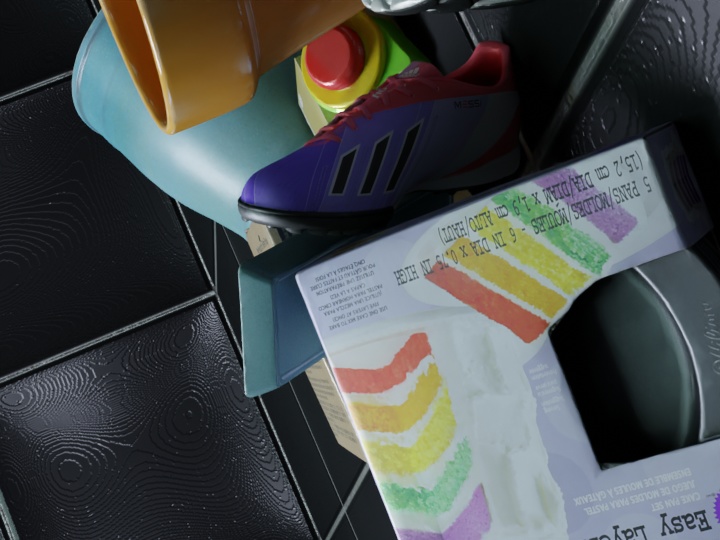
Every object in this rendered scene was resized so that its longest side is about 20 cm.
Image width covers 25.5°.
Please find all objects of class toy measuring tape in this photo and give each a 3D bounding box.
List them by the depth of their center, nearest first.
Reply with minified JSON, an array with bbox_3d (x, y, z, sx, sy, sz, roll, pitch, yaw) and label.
[{"bbox_3d":[-0.026,-0.161,1.047,0.200,0.073,0.074,49,162,25],"label":"toy measuring tape"}]

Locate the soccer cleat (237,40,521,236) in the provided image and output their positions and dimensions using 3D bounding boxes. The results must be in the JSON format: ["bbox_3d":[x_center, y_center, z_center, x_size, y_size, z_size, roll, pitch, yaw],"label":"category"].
[{"bbox_3d":[0.013,-0.069,0.815,0.068,0.199,0.074,19,117,39],"label":"soccer cleat"}]

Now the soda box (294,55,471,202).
[{"bbox_3d":[0.025,-0.061,1.071,0.064,0.067,0.201,89,157,-64],"label":"soda box"}]

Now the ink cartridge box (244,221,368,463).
[{"bbox_3d":[-0.006,0.029,1.008,0.200,0.075,0.166,159,87,-84],"label":"ink cartridge box"}]

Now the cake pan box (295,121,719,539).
[{"bbox_3d":[0.088,0.051,0.722,0.052,0.199,0.186,-28,-82,-59],"label":"cake pan box"}]

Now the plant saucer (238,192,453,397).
[{"bbox_3d":[0.000,0.000,0.840,0.019,0.200,0.071,10,113,28],"label":"plant saucer"}]

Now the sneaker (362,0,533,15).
[{"bbox_3d":[0.055,-0.168,0.755,0.200,0.080,0.084,180,85,-71],"label":"sneaker"}]

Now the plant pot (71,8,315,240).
[{"bbox_3d":[-0.087,-0.121,1.217,0.188,0.199,0.201,48,162,23],"label":"plant pot"}]

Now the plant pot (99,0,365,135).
[{"bbox_3d":[-0.061,-0.203,0.908,0.200,0.182,0.202,158,90,-79],"label":"plant pot"}]
